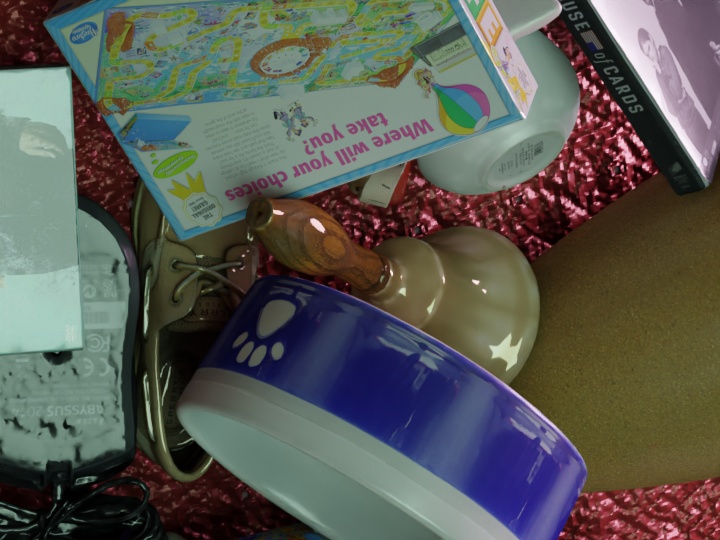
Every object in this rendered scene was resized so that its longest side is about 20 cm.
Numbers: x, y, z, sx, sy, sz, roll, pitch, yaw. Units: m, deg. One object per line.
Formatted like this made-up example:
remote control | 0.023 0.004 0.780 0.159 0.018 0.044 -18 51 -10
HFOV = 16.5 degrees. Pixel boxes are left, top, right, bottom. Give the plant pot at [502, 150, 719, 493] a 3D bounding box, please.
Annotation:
plant pot | 0.152 0.042 1.363 0.199 0.187 0.187 -21 117 1

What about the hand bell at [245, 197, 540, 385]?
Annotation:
hand bell | 0.000 0.000 1.251 0.104 0.104 0.200 -56 145 5

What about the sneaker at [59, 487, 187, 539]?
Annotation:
sneaker | -0.188 0.199 1.330 0.099 0.069 0.201 40 83 -28

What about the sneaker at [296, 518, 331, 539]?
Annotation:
sneaker | -0.003 0.140 1.378 0.078 0.077 0.201 -5 110 -19

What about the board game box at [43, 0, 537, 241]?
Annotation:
board game box | -0.034 -0.103 1.181 0.199 0.034 0.135 -18 116 27

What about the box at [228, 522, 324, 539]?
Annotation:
box | -0.077 0.230 1.240 0.199 0.192 0.123 -13 106 -20

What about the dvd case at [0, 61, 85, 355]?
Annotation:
dvd case | -0.237 -0.025 1.214 0.199 0.022 0.147 -3 103 -9

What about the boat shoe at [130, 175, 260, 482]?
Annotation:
boat shoe | -0.081 0.011 1.300 0.071 0.065 0.201 -1 110 -22

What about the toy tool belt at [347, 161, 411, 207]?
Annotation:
toy tool belt | -0.019 -0.140 1.253 0.122 0.125 0.201 11 109 1

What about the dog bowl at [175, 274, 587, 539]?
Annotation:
dog bowl | 0.011 0.088 1.241 0.200 0.200 0.079 39 73 -30

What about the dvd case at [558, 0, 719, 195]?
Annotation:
dvd case | 0.142 -0.161 1.296 0.025 0.151 0.200 -15 126 34

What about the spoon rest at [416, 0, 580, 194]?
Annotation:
spoon rest | 0.072 -0.100 1.287 0.099 0.061 0.200 -27 158 -10

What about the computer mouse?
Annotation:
computer mouse | -0.165 0.054 1.282 0.137 0.053 0.201 4 101 -10
